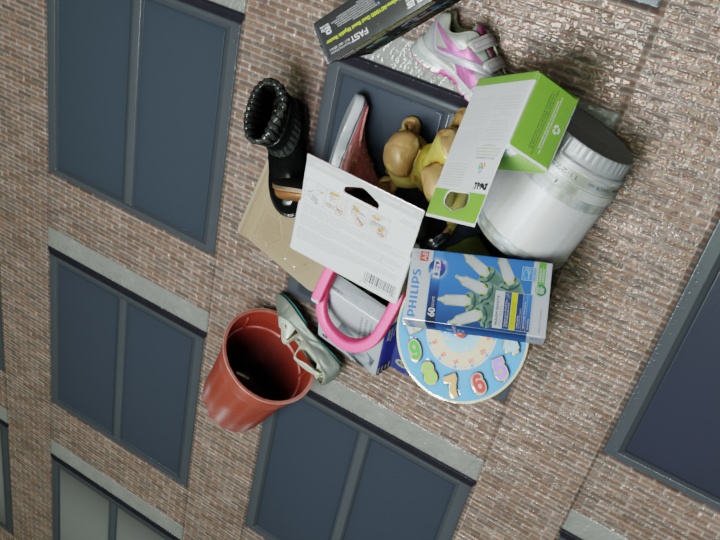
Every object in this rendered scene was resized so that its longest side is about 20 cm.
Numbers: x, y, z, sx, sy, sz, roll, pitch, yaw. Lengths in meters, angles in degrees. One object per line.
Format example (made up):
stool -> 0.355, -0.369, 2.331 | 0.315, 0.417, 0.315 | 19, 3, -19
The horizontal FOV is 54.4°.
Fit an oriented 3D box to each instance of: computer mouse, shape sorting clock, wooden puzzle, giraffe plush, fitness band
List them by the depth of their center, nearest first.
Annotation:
shape sorting clock -> 0.147, 0.090, 1.023 | 0.194, 0.039, 0.207 | -3, 79, 15
computer mouse -> 0.101, -0.040, 1.088 | 0.058, 0.200, 0.035 | -33, 87, -8
giraffe plush -> 0.104, -0.170, 1.097 | 0.160, 0.174, 0.202 | 29, 157, 26
fitness band -> -0.001, 0.039, 1.149 | 0.142, 0.037, 0.203 | 34, 115, 13
wooden puzzle -> -0.115, -0.087, 1.301 | 0.198, 0.046, 0.187 | 36, 124, 6

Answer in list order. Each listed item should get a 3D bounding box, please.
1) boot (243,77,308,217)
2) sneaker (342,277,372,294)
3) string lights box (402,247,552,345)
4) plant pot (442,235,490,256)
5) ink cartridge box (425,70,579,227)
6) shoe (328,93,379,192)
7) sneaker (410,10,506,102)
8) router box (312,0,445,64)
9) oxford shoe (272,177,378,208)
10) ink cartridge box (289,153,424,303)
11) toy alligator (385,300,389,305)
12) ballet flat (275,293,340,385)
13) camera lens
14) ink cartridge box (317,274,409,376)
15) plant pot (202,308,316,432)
boot -> -0.136, -0.197, 1.161 | 0.077, 0.158, 0.218 | -2, 93, 9
sneaker -> 0.000, 0.000, 1.222 | 0.196, 0.079, 0.088 | -4, 153, 42
string lights box -> 0.164, 0.036, 0.980 | 0.194, 0.059, 0.106 | 6, 77, 13
plant pot -> 0.171, 0.056, 1.129 | 0.198, 0.199, 0.188 | -30, 84, 34
ink cartridge box -> 0.179, -0.146, 0.921 | 0.074, 0.147, 0.205 | 22, 91, -23
shoe -> -0.004, -0.186, 1.185 | 0.089, 0.072, 0.205 | 18, 106, -10
sneaker -> 0.169, -0.306, 1.025 | 0.198, 0.081, 0.089 | 37, 123, 8
router box -> 0.046, -0.380, 1.019 | 0.196, 0.150, 0.063 | -21, 101, 33
oxford shoe -> -0.052, -0.103, 1.141 | 0.194, 0.072, 0.073 | 14, 113, -7
ink cartridge box -> -0.003, -0.068, 1.054 | 0.196, 0.045, 0.179 | 27, 129, 13
toy alligator -> 0.091, 0.105, 1.256 | 0.053, 0.059, 0.204 | -20, 100, 33
ballet flat -> -0.117, 0.134, 1.356 | 0.201, 0.063, 0.068 | 50, 156, 9
camera lens -> 0.270, -0.115, 1.003 | 0.159, 0.160, 0.202 | 37, 123, 9
ink cartridge box -> 0.011, 0.113, 1.263 | 0.197, 0.041, 0.202 | 31, 151, 15
plant pot -> -0.217, 0.214, 1.406 | 0.201, 0.200, 0.196 | 46, 133, 3
